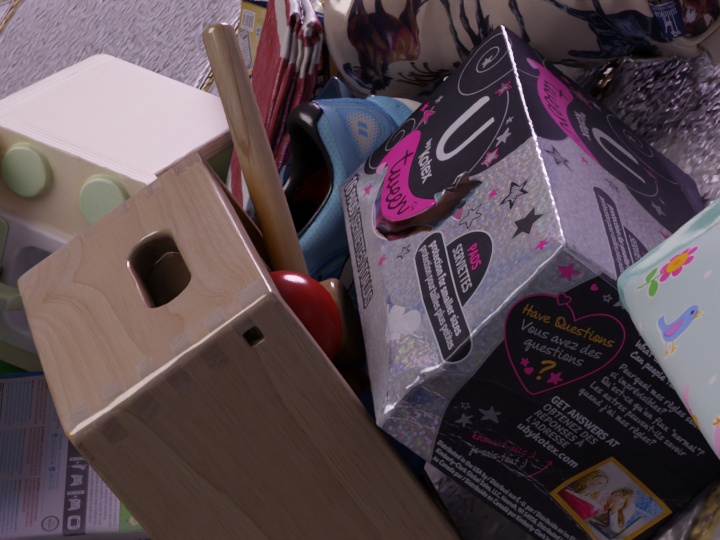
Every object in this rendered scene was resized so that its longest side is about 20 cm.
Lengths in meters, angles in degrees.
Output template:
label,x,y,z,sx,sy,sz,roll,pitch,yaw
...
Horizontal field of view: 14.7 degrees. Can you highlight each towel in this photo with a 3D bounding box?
label,x,y,z,sx,sy,sz,roll,pitch,yaw
towel,-0.051,-0.053,1.425,0.144,0.023,0.200,-102,24,-69

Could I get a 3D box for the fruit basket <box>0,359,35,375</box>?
label,x,y,z,sx,sy,sz,roll,pitch,yaw
fruit basket,-0.254,0.140,1.477,0.216,0.156,0.216,-8,44,8

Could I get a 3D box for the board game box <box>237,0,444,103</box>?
label,x,y,z,sx,sy,sz,roll,pitch,yaw
board game box,-0.020,-0.066,1.503,0.200,0.035,0.136,-152,68,-62

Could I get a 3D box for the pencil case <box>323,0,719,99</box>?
label,x,y,z,sx,sy,sz,roll,pitch,yaw
pencil case,0.077,-0.127,1.310,0.200,0.089,0.078,-6,9,37

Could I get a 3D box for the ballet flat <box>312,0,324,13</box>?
label,x,y,z,sx,sy,sz,roll,pitch,yaw
ballet flat,0.000,-0.125,1.601,0.067,0.070,0.200,-47,23,8

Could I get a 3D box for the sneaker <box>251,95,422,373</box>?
label,x,y,z,sx,sy,sz,roll,pitch,yaw
sneaker,-0.029,0.010,1.325,0.078,0.090,0.200,18,96,56

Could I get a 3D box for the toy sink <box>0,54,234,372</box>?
label,x,y,z,sx,sy,sz,roll,pitch,yaw
toy sink,-0.150,-0.018,1.492,0.200,0.112,0.130,-36,-36,-62

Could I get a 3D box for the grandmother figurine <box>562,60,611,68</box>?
label,x,y,z,sx,sy,sz,roll,pitch,yaw
grandmother figurine,0.111,-0.165,1.481,0.121,0.061,0.200,-50,19,25

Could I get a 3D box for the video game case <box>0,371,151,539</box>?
label,x,y,z,sx,sy,sz,roll,pitch,yaw
video game case,-0.110,0.092,1.393,0.200,0.018,0.143,-5,32,0

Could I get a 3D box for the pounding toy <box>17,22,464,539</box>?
label,x,y,z,sx,sy,sz,roll,pitch,yaw
pounding toy,-0.048,0.030,1.205,0.142,0.184,0.200,-35,28,2

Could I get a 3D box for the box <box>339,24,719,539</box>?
label,x,y,z,sx,sy,sz,roll,pitch,yaw
box,0.079,0.008,1.188,0.115,0.132,0.200,-45,24,18

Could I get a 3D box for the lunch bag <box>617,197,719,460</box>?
label,x,y,z,sx,sy,sz,roll,pitch,yaw
lunch bag,0.209,0.005,0.980,0.200,0.122,0.170,-39,23,8

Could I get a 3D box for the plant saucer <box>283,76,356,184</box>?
label,x,y,z,sx,sy,sz,roll,pitch,yaw
plant saucer,0.000,0.000,1.385,0.070,0.019,0.200,-52,41,39
